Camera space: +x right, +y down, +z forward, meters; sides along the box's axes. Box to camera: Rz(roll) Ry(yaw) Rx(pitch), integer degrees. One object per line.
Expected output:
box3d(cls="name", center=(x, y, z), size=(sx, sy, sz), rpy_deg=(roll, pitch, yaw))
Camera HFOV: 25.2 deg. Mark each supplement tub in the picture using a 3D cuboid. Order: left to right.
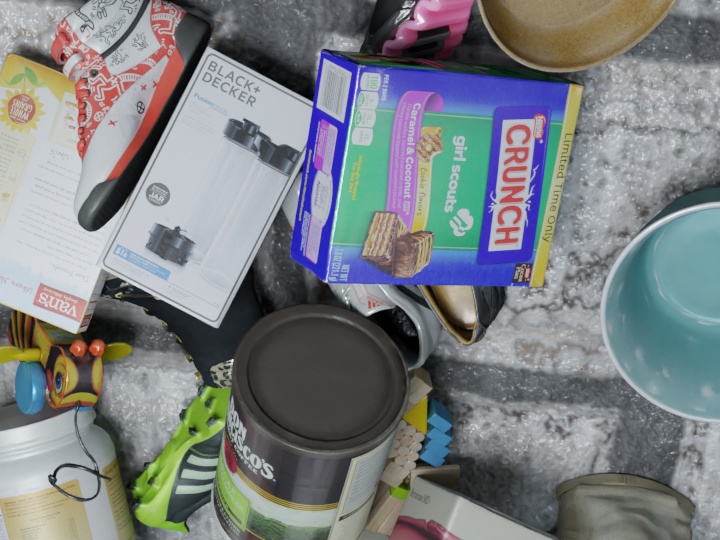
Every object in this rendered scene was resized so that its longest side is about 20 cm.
box3d(cls="supplement tub", center=(-0.288, 0.227, 1.499), size=(0.143, 0.144, 0.202), rpy_deg=(-10, 99, 16))

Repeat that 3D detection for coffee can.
box3d(cls="coffee can", center=(-0.046, 0.146, 1.369), size=(0.145, 0.147, 0.201), rpy_deg=(16, 140, 2))

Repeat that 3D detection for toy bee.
box3d(cls="toy bee", center=(-0.251, 0.084, 1.414), size=(0.200, 0.131, 0.109), rpy_deg=(43, 127, 23))

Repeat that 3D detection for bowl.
box3d(cls="bowl", center=(0.296, 0.013, 1.311), size=(0.199, 0.105, 0.202), rpy_deg=(4, 119, 8))

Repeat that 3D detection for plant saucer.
box3d(cls="plant saucer", center=(0.165, -0.246, 1.193), size=(0.199, 0.035, 0.201), rpy_deg=(-15, 128, -20))

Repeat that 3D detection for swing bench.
box3d(cls="swing bench", center=(0.200, 0.305, 1.434), size=(0.129, 0.199, 0.201), rpy_deg=(27, 120, -6))

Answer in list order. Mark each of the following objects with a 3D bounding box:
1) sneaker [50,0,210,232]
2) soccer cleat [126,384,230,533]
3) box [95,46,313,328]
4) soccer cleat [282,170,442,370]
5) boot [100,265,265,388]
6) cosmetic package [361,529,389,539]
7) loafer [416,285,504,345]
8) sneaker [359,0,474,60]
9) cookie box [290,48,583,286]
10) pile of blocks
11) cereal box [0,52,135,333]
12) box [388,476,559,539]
box3d(cls="sneaker", center=(-0.211, -0.137, 1.298), size=(0.107, 0.067, 0.202), rpy_deg=(26, 75, 2))
box3d(cls="soccer cleat", center=(-0.140, 0.169, 1.509), size=(0.081, 0.068, 0.200), rpy_deg=(25, 118, -31))
box3d(cls="box", center=(-0.121, -0.067, 1.317), size=(0.116, 0.060, 0.201), rpy_deg=(28, 87, -3))
box3d(cls="soccer cleat", center=(0.000, 0.000, 1.371), size=(0.068, 0.085, 0.200), rpy_deg=(-30, 109, 24))
box3d(cls="boot", center=(-0.175, 0.039, 1.435), size=(0.202, 0.074, 0.155), rpy_deg=(-12, 118, 18))
box3d(cls="cosmetic package", center=(-0.022, 0.284, 1.528), size=(0.103, 0.073, 0.200), rpy_deg=(-27, 111, 36))
box3d(cls="loafer", center=(0.062, -0.028, 1.352), size=(0.072, 0.072, 0.201), rpy_deg=(-26, 110, 23))
box3d(cls="sneaker", center=(0.045, -0.231, 1.256), size=(0.096, 0.079, 0.200), rpy_deg=(56, 136, 23))
box3d(cls="cookie box", center=(0.059, -0.077, 1.255), size=(0.199, 0.075, 0.172), rpy_deg=(1, 108, -27))
box3d(cls="pile of blocks", center=(0.048, 0.156, 1.467), size=(0.081, 0.062, 0.201), rpy_deg=(0, 125, -8))
box3d(cls="cereal box", center=(-0.265, -0.065, 1.360), size=(0.143, 0.040, 0.201), rpy_deg=(23, 94, 3))
box3d(cls="box", center=(0.071, 0.296, 1.395), size=(0.108, 0.128, 0.201), rpy_deg=(25, 84, -15))
